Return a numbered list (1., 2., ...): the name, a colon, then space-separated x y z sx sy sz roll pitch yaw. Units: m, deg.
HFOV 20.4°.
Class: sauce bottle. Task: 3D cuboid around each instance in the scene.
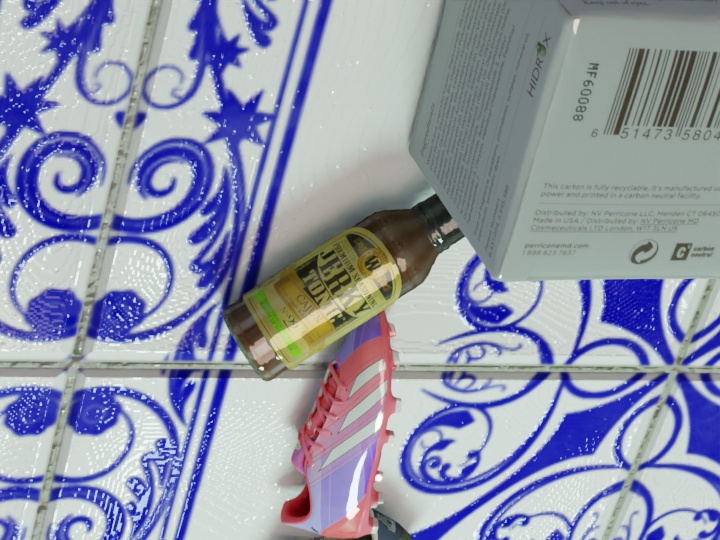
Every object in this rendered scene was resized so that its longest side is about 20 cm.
1. sauce bottle: 0.000 0.000 1.397 0.200 0.065 0.065 -34 131 1

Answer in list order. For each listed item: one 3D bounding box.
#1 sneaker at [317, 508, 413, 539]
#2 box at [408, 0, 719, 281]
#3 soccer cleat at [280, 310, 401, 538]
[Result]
1. sneaker: -0.048 0.253 1.566 0.200 0.067 0.090 -31 123 0
2. box: 0.165 -0.116 1.310 0.199 0.171 0.200 -1 125 -23
3. soccer cleat: -0.014 0.115 1.478 0.076 0.067 0.200 3 122 -6
